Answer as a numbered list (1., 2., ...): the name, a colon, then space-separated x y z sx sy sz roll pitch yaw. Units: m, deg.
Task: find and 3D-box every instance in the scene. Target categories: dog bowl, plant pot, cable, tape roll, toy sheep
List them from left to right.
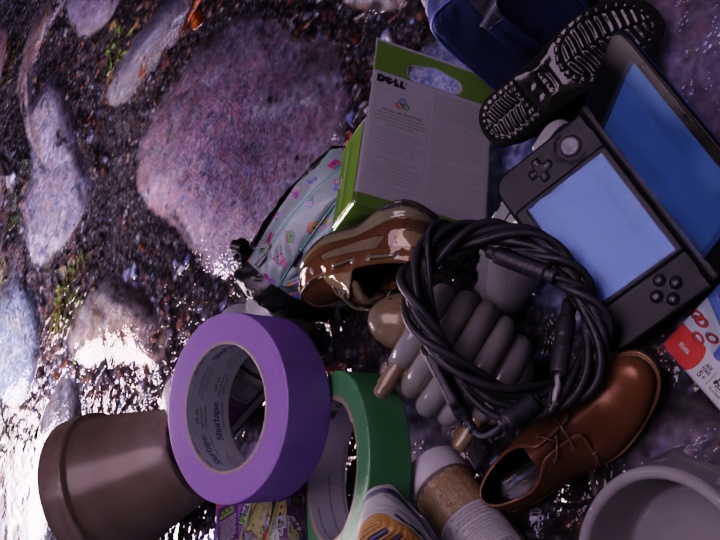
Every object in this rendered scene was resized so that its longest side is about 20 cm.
1. plant pot: -0.280 0.262 1.228 0.172 0.200 0.202 -23 57 20
2. tape roll: -0.124 0.148 1.036 0.199 0.065 0.203 -8 79 42
3. tape roll: -0.010 0.206 0.988 0.200 0.048 0.203 -173 90 -69
4. toy sheep: 0.094 0.089 0.905 0.139 0.199 0.138 -57 -2 -2
5. cable: 0.121 0.032 0.823 0.162 0.051 0.202 -27 69 1
6. dog bowl: 0.243 0.233 0.710 0.199 0.058 0.203 -8 80 55

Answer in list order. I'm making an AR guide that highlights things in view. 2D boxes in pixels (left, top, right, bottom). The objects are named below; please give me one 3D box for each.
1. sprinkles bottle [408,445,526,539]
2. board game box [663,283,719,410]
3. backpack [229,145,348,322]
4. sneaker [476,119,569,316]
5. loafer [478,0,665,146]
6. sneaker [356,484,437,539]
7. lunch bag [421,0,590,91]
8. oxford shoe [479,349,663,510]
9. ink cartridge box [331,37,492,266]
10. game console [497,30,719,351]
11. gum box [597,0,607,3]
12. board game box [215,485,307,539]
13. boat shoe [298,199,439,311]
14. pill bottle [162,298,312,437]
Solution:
1. sprinkles bottle: 0.113 0.250 0.874 0.069 0.068 0.200 -56 43 15
2. board game box: 0.357 0.056 0.696 0.196 0.056 0.201 -53 44 20
3. backpack: -0.033 -0.039 1.100 0.127 0.166 0.201 45 106 26
4. sneaker: 0.181 -0.044 0.920 0.080 0.076 0.202 29 98 39
5. loafer: 0.206 -0.195 0.948 0.199 0.071 0.074 -32 81 16
6. sneaker: 0.062 0.280 0.868 0.075 0.202 0.088 -23 19 9
7. lunch bag: 0.140 -0.277 0.955 0.135 0.199 0.133 -36 53 25
8. oxford shoe: 0.181 0.146 0.830 0.200 0.071 0.072 -49 64 22
9. ink cartridge box: 0.060 -0.125 1.014 0.076 0.146 0.202 132 149 -60
10. game console: 0.216 -0.062 0.807 0.170 0.118 0.201 -38 65 15
11. gum box: 0.306 -0.378 0.932 0.199 0.044 0.172 -23 59 41
12. board game box: -0.118 0.293 1.101 0.200 0.032 0.121 -42 49 49
13. boat shoe: 0.000 0.000 0.958 0.199 0.075 0.075 -33 43 48
14. pill bottle: -0.148 0.113 1.179 0.200 0.112 0.113 -49 45 22
